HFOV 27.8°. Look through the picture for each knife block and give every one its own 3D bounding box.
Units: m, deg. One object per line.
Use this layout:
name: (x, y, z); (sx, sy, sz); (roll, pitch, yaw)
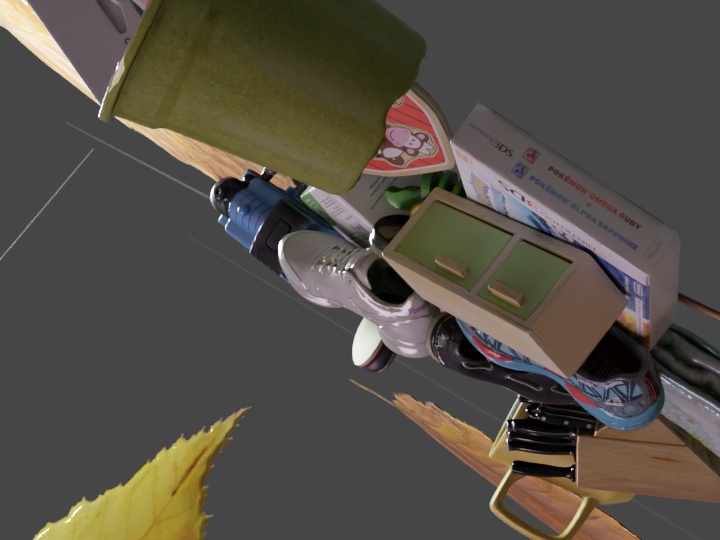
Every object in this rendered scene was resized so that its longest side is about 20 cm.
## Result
knife block: (0.246, 0.180, 1.436); (0.200, 0.175, 0.064); (41, -145, -15)

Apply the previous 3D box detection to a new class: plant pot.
plant pot: (-0.060, -0.153, 1.043); (0.183, 0.202, 0.200); (28, 173, -7)

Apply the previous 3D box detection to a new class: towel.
towel: (0.315, 0.125, 1.258); (0.199, 0.048, 0.171); (38, 171, 14)

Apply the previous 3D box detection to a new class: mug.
mug: (0.229, 0.185, 1.549); (0.152, 0.188, 0.149); (30, -161, 5)

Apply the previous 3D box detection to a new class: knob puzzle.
knob puzzle: (-0.013, -0.123, 1.211); (0.218, 0.031, 0.220); (17, 155, 8)

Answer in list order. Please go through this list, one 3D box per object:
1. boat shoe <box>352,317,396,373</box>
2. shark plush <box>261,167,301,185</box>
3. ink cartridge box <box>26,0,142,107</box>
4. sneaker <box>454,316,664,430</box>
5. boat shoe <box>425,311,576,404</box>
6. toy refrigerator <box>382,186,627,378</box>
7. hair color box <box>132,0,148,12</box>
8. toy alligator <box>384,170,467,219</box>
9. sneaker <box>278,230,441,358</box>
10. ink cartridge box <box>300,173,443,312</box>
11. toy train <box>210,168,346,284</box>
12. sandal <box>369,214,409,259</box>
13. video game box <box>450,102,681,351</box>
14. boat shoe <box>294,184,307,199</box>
boat shoe: (0.051, 0.039, 1.522); (0.063, 0.201, 0.071); (45, 133, -18)
shark plush: (-0.084, -0.131, 1.516); (0.091, 0.084, 0.200); (38, 172, -2)
ink cartridge box: (-0.240, -0.232, 1.439); (0.146, 0.083, 0.200); (55, -175, 0)
sneaker: (0.161, 0.046, 1.184); (0.199, 0.080, 0.096); (28, 159, 22)
boat shoe: (0.158, 0.082, 1.314); (0.198, 0.073, 0.063); (14, 180, -18)
toy refrigerator: (0.106, 0.003, 1.130); (0.070, 0.076, 0.200); (45, 171, -36)
hair color box: (-0.120, -0.218, 1.298); (0.199, 0.065, 0.109); (30, 167, 41)
toy alligator: (0.111, -0.043, 1.275); (0.199, 0.059, 0.055); (29, 124, 21)
sneaker: (0.000, 0.000, 1.368); (0.199, 0.075, 0.100); (29, 153, 31)
ink cartridge box: (0.049, -0.042, 1.406); (0.200, 0.084, 0.145); (41, 172, -6)
toy train: (-0.081, -0.042, 1.537); (0.200, 0.087, 0.114); (37, -174, 40)
sandal: (0.101, 0.004, 1.311); (0.199, 0.058, 0.080); (17, -154, -4)
video game box: (0.162, -0.029, 1.130); (0.182, 0.047, 0.200); (39, 172, 21)
boat shoe: (-0.004, -0.039, 1.713); (0.199, 0.066, 0.075); (39, 171, 5)
